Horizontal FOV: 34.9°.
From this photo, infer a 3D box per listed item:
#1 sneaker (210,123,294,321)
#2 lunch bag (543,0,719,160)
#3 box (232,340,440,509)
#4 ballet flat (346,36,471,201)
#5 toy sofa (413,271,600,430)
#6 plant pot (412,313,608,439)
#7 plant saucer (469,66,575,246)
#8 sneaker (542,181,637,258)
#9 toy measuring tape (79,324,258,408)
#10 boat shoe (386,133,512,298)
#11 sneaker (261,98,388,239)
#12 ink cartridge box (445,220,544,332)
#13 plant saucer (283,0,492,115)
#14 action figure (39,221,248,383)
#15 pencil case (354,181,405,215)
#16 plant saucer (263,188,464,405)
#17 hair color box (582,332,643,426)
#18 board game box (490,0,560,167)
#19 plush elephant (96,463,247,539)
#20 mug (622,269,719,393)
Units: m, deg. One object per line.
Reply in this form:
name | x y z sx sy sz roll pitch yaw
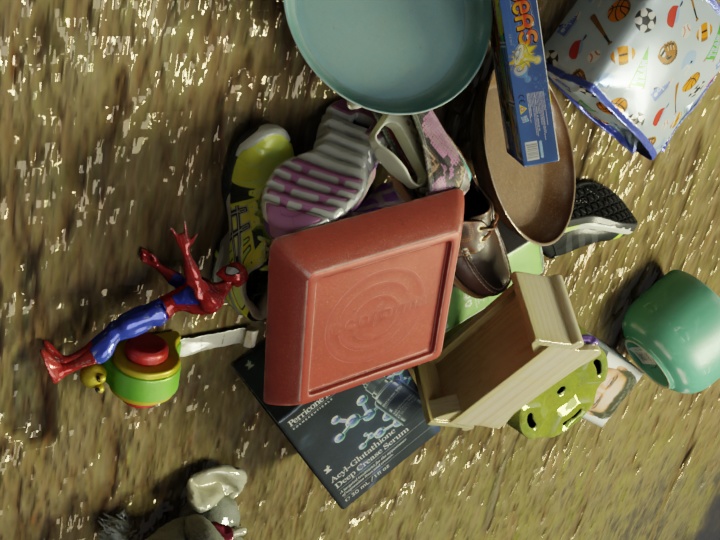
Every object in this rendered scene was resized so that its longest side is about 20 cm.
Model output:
sneaker | -0.090 -0.043 1.095 0.075 0.076 0.201 -11 126 -31
lunch bag | 0.307 -0.230 1.238 0.200 0.124 0.170 29 99 -40
box | -0.022 0.142 1.268 0.148 0.107 0.200 -38 137 -8
ballet flat | 0.030 -0.144 1.049 0.071 0.069 0.200 -32 96 -30
toy sofa | 0.150 0.088 1.201 0.097 0.083 0.200 8 143 -32
plant pot | 0.179 0.092 1.334 0.200 0.184 0.201 -21 133 -25
plant saucer | 0.167 -0.123 1.207 0.200 0.037 0.201 14 72 -51
sneaker | 0.245 -0.056 1.375 0.200 0.072 0.083 0 141 -37
toy measuring tape | -0.178 0.094 1.133 0.200 0.074 0.074 -8 126 -34
boat shoe | 0.099 -0.054 1.143 0.200 0.070 0.070 53 49 -24
sneaker | -0.030 -0.076 1.071 0.200 0.080 0.089 -56 168 -47
ink cartridge box | 0.090 0.003 1.254 0.200 0.104 0.059 -31 135 -17
plant saucer | 0.022 -0.233 1.006 0.200 0.027 0.201 2 85 -22
action figure | -0.204 0.018 1.053 0.199 0.065 0.099 -22 104 -8
pencil case | 0.000 0.000 1.154 0.200 0.084 0.086 -50 128 -27
plant saucer | 0.009 0.035 1.057 0.199 0.037 0.200 -17 133 -26
hair color box | 0.294 0.136 1.551 0.200 0.061 0.099 28 101 -48
board game box | 0.144 -0.204 1.064 0.034 0.135 0.201 -10 102 3
plush elephant | -0.171 0.310 1.255 0.155 0.200 0.165 -29 154 -50
mug | 0.437 0.102 1.571 0.114 0.152 0.185 -39 135 -8
